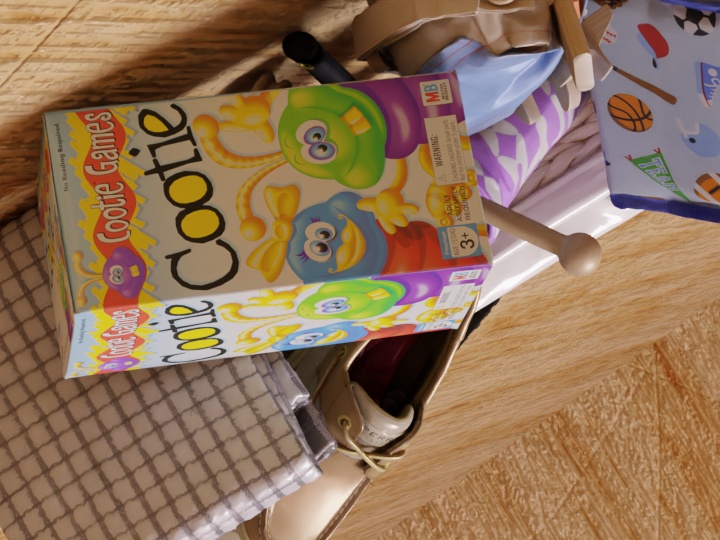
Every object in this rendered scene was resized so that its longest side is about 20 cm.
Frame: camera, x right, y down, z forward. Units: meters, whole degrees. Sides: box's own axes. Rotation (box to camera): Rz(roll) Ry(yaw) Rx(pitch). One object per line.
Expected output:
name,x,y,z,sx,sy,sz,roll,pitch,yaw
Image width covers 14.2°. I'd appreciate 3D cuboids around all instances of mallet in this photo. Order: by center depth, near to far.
mallet,-0.012,-0.096,1.558,0.200,0.066,0.041,32,74,-63

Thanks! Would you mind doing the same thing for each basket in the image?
basket,0.082,-0.062,1.739,0.200,0.124,0.136,-31,170,-6

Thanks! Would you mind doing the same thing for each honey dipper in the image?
honey dipper,0.032,-0.044,1.490,0.038,0.200,0.038,-61,171,-16

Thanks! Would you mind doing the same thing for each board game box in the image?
board game box,-0.050,-0.021,1.396,0.199,0.103,0.105,-7,162,-10

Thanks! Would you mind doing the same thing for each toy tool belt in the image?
toy tool belt,0.063,-0.113,1.449,0.125,0.123,0.200,-30,169,-16

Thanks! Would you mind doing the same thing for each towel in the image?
towel,-0.123,0.061,1.477,0.165,0.200,0.086,-33,165,2

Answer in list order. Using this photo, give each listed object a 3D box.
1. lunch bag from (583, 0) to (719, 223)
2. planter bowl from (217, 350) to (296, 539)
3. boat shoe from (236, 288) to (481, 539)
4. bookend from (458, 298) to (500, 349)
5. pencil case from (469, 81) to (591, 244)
lunch bag,0.213,-0.147,1.558,0.200,0.124,0.170,-53,146,-36
planter bowl,-0.066,0.072,1.593,0.200,0.201,0.135,-29,-152,-19
boat shoe,-0.001,0.067,1.506,0.074,0.066,0.200,20,99,-34
bookend,-0.008,0.047,1.918,0.200,0.092,0.199,-41,-176,36
pencil case,0.088,-0.092,1.576,0.084,0.086,0.200,-5,-142,52
